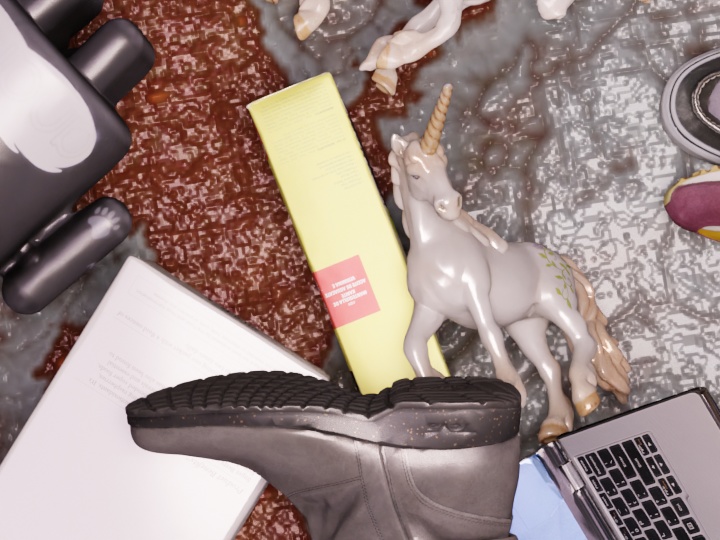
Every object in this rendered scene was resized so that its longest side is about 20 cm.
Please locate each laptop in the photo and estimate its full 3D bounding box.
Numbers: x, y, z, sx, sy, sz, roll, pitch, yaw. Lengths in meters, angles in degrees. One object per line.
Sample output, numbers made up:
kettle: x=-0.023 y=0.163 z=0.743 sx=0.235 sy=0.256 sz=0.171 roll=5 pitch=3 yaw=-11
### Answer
laptop: x=0.123 y=0.181 z=1.437 sx=0.116 sy=0.200 sz=0.188 roll=-34 pitch=94 yaw=-32

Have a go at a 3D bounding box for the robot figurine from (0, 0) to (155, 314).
robot figurine: x=-0.198 y=-0.069 z=1.515 sx=0.200 sy=0.125 sz=0.150 roll=-43 pitch=46 yaw=-1

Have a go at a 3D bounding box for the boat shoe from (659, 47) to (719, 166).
boat shoe: x=0.257 y=-0.084 z=1.533 sx=0.199 sy=0.071 sz=0.073 roll=3 pitch=89 yaw=1

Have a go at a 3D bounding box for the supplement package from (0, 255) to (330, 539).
supplement package: x=-0.117 y=0.108 z=1.510 sx=0.121 sy=0.120 sz=0.201 roll=32 pitch=89 yaw=0

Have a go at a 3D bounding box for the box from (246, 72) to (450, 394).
box: x=0.000 y=0.000 z=1.534 sx=0.050 sy=0.075 sz=0.201 roll=-21 pitch=90 yaw=1

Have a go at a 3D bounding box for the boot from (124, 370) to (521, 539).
boot: x=-0.016 y=0.120 z=1.418 sx=0.199 sy=0.070 sz=0.132 roll=2 pitch=103 yaw=12

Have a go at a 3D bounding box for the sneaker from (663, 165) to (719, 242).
sneaker: x=0.252 y=0.001 z=1.531 sx=0.199 sy=0.075 sz=0.091 roll=10 pitch=84 yaw=2

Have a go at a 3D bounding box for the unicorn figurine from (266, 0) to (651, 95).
unicorn figurine: x=0.036 y=-0.160 z=1.533 sx=0.200 sy=0.074 sz=0.138 roll=38 pitch=79 yaw=7

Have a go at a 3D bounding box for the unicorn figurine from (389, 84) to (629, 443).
unicorn figurine: x=0.064 y=0.009 z=1.483 sx=0.074 sy=0.200 sz=0.138 roll=-19 pitch=69 yaw=20
